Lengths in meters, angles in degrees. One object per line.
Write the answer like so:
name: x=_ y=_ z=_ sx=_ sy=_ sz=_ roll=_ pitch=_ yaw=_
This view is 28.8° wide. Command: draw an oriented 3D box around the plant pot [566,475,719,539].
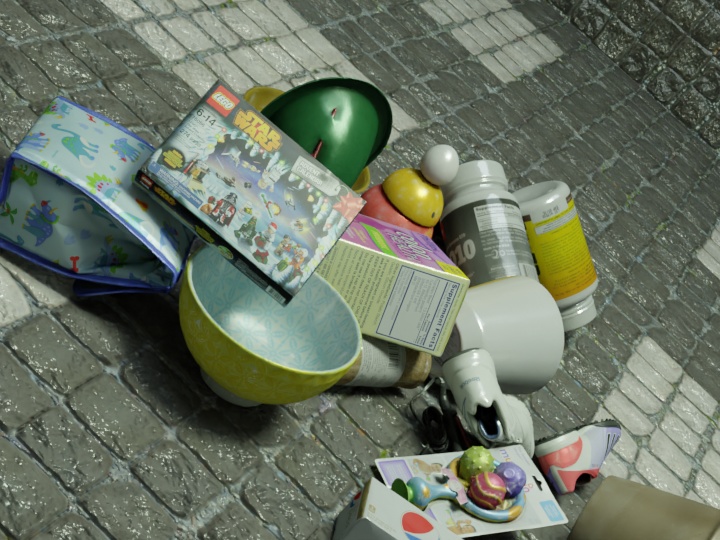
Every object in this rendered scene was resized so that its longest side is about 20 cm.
plant pot: x=0.321 y=0.324 z=1.555 sx=0.172 sy=0.202 sz=0.199 roll=30 pitch=22 yaw=20

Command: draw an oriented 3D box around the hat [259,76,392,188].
hat: x=-0.036 y=-0.084 z=1.512 sx=0.166 sy=0.198 sz=0.177 roll=49 pitch=16 yaw=-48

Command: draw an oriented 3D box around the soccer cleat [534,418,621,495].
soccer cleat: x=0.280 y=0.233 z=1.766 sx=0.199 sy=0.068 sz=0.074 roll=-2 pitch=71 yaw=-59

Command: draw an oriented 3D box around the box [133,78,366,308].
box: x=-0.110 y=-0.079 z=1.413 sx=0.199 sy=0.040 sz=0.137 roll=39 pitch=63 yaw=-3

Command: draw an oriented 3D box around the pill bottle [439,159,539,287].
pill bottle: x=0.171 y=-0.039 z=1.907 sx=0.113 sy=0.113 sz=0.203 roll=11 pitch=58 yaw=-44

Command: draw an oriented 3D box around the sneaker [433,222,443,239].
sneaker: x=0.158 y=-0.076 z=2.032 sx=0.199 sy=0.084 sz=0.071 roll=33 pitch=-13 yaw=-29

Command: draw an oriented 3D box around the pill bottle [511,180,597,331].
pill bottle: x=0.274 y=-0.018 z=2.009 sx=0.109 sy=0.108 sz=0.202 roll=-51 pitch=123 yaw=-64

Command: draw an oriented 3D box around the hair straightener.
hair straightener: x=0.102 y=0.198 z=1.592 sx=0.076 sy=0.041 sz=0.202 roll=20 pitch=38 yaw=-34

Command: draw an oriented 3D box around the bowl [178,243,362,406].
bowl: x=-0.107 y=0.073 z=1.431 sx=0.198 sy=0.108 sz=0.201 roll=24 pitch=29 yaw=-14

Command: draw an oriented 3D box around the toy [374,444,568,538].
toy: x=0.125 y=0.227 z=1.506 sx=0.197 sy=0.048 sz=0.116 roll=-4 pitch=44 yaw=-28

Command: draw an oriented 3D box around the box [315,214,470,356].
box: x=0.000 y=0.000 z=1.615 sx=0.198 sy=0.098 sz=0.176 roll=18 pitch=12 yaw=-18

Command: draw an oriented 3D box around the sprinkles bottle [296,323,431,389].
sprinkles bottle: x=-0.004 y=0.098 z=1.582 sx=0.199 sy=0.068 sz=0.069 roll=8 pitch=40 yaw=-48

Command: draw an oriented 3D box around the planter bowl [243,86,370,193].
planter bowl: x=-0.090 y=-0.142 z=1.826 sx=0.199 sy=0.084 sz=0.201 roll=31 pitch=27 yaw=-17

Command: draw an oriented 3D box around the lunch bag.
lunch bag: x=-0.263 y=-0.065 z=1.433 sx=0.198 sy=0.128 sz=0.171 roll=24 pitch=28 yaw=-8

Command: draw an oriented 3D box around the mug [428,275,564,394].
mug: x=0.136 y=0.088 z=1.746 sx=0.152 sy=0.185 sz=0.152 roll=-4 pitch=84 yaw=-43

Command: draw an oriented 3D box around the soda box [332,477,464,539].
soda box: x=0.068 y=0.294 z=1.377 sx=0.199 sy=0.064 sz=0.068 roll=35 pitch=26 yaw=-9

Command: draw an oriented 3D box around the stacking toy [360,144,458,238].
stacking toy: x=0.057 y=-0.080 z=1.789 sx=0.145 sy=0.201 sz=0.147 roll=29 pitch=28 yaw=-18

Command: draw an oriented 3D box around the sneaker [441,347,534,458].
sneaker: x=0.151 y=0.176 z=1.619 sx=0.200 sy=0.074 sz=0.088 roll=51 pitch=18 yaw=-43
